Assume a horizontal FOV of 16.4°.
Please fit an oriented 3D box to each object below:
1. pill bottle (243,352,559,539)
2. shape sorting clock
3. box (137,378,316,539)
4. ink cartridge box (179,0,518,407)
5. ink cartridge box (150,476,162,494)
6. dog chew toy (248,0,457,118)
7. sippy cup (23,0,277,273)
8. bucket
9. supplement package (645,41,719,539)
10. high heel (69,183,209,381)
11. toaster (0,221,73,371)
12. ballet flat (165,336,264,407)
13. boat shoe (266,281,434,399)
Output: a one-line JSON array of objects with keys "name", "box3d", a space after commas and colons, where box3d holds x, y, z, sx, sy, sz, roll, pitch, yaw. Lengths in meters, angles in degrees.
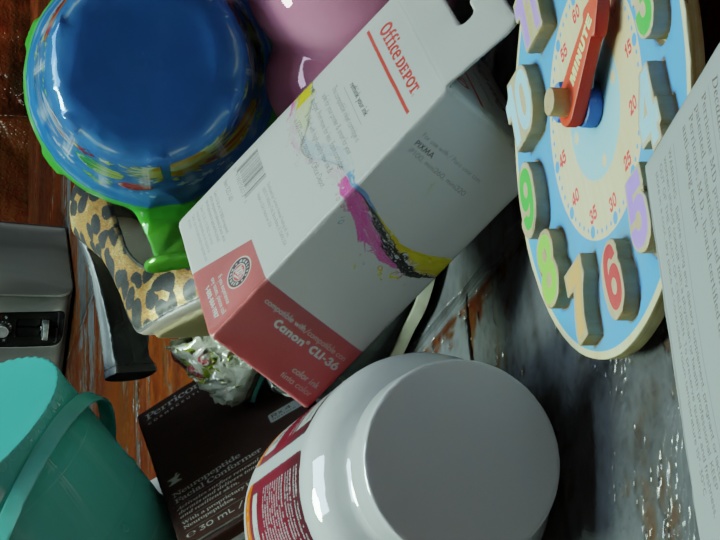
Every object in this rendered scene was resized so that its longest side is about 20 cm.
[{"name": "pill bottle", "box3d": [0.019, 0.100, 1.110, 0.200, 0.112, 0.114, 136, 135, -72]}, {"name": "shape sorting clock", "box3d": [0.093, -0.065, 0.989, 0.200, 0.039, 0.201, -177, 90, -77]}, {"name": "box", "box3d": [-0.058, 0.119, 1.429, 0.075, 0.100, 0.200, 59, 178, -20]}, {"name": "ink cartridge box", "box3d": [0.011, -0.048, 1.159, 0.200, 0.067, 0.117, -46, 28, 14]}, {"name": "ink cartridge box", "box3d": [-0.096, 0.228, 1.495, 0.145, 0.084, 0.200, 56, 180, -21]}, {"name": "dog chew toy", "box3d": [-0.003, -0.155, 1.231, 0.125, 0.124, 0.201, -136, 49, -73]}, {"name": "sippy cup", "box3d": [-0.106, -0.099, 1.258, 0.140, 0.178, 0.130, -44, 3, -2]}, {"name": "bucket", "box3d": [-0.208, 0.155, 1.424, 0.135, 0.207, 0.207, 57, 180, -21]}, {"name": "supplement package", "box3d": [0.153, -0.023, 0.554, 0.200, 0.116, 0.118, 113, 156, -58]}, {"name": "high heel", "box3d": [-0.101, -0.031, 1.363, 0.200, 0.071, 0.143, -28, 67, 52]}, {"name": "toaster", "box3d": [-0.408, 0.053, 2.930, 0.200, 0.118, 0.182, -107, 25, -54]}, {"name": "ballet flat", "box3d": [-0.051, -0.017, 1.405, 0.076, 0.064, 0.201, -79, 14, -79]}, {"name": "boat shoe", "box3d": [0.000, 0.000, 1.316, 0.200, 0.067, 0.072, 111, 158, -45]}]
